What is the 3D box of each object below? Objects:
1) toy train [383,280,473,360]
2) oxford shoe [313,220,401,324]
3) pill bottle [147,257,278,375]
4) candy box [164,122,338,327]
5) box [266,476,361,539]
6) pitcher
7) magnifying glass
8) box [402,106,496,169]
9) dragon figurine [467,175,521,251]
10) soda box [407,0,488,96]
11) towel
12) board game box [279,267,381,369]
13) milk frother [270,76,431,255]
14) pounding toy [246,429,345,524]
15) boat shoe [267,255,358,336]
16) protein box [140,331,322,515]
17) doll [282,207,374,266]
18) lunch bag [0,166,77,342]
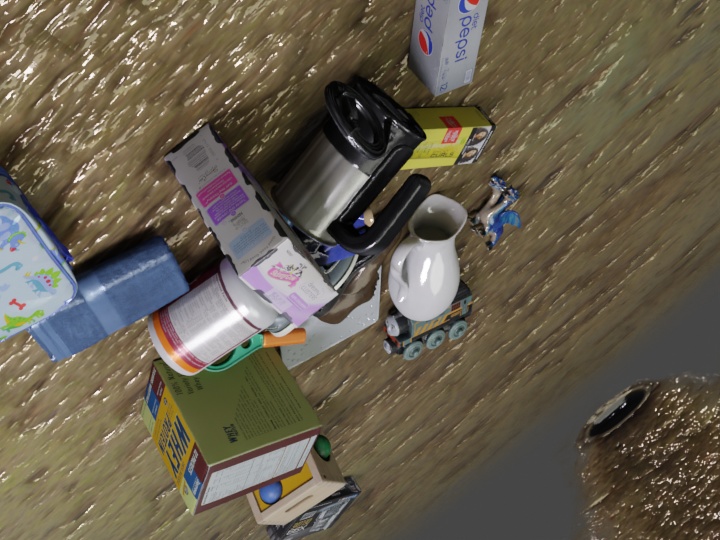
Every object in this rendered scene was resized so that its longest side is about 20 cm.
[{"bbox_3d":[0.129,0.090,1.614,0.198,0.085,0.115,-22,135,-22],"label":"toy train"},{"bbox_3d":[0.000,0.000,1.324,0.200,0.073,0.084,-48,132,7],"label":"oxford shoe"},{"bbox_3d":[-0.181,0.048,1.145,0.199,0.110,0.109,-33,152,13],"label":"pill bottle"},{"bbox_3d":[-0.128,-0.050,1.005,0.071,0.201,0.168,-37,150,0],"label":"candy box"},{"bbox_3d":[-0.113,0.585,2.061,0.199,0.050,0.158,0,134,-48],"label":"box"},{"bbox_3d":[0.095,-0.001,1.391,0.171,0.121,0.202,-38,150,-36],"label":"pitcher"},{"bbox_3d":[-0.171,0.109,1.309,0.198,0.022,0.081,-3,100,-38],"label":"magnifying glass"},{"bbox_3d":[0.103,-0.191,1.215,0.198,0.050,0.076,-9,141,-40],"label":"box"},{"bbox_3d":[0.247,-0.092,1.502,0.099,0.059,0.200,-38,149,1],"label":"dragon figurine"},{"bbox_3d":[0.109,-0.316,1.028,0.063,0.069,0.201,-24,147,-20],"label":"soda box"},{"bbox_3d":[-0.321,0.032,1.064,0.198,0.049,0.112,-29,149,-14],"label":"towel"},{"bbox_3d":[-0.056,0.067,1.427,0.198,0.026,0.201,-28,149,-19],"label":"board game box"},{"bbox_3d":[-0.032,-0.131,1.039,0.199,0.181,0.189,24,115,-43],"label":"milk frother"},{"bbox_3d":[-0.137,0.344,1.591,0.199,0.185,0.142,-35,152,14],"label":"pounding toy"},{"bbox_3d":[-0.080,0.010,1.275,0.200,0.073,0.062,-47,128,0],"label":"boat shoe"},{"bbox_3d":[-0.204,0.232,1.316,0.198,0.199,0.136,-13,142,-36],"label":"protein box"},{"bbox_3d":[-0.075,-0.039,1.209,0.197,0.049,0.138,-19,125,-3],"label":"doll"},{"bbox_3d":[-0.398,-0.009,0.886,0.160,0.083,0.201,-31,150,-11],"label":"lunch bag"}]
